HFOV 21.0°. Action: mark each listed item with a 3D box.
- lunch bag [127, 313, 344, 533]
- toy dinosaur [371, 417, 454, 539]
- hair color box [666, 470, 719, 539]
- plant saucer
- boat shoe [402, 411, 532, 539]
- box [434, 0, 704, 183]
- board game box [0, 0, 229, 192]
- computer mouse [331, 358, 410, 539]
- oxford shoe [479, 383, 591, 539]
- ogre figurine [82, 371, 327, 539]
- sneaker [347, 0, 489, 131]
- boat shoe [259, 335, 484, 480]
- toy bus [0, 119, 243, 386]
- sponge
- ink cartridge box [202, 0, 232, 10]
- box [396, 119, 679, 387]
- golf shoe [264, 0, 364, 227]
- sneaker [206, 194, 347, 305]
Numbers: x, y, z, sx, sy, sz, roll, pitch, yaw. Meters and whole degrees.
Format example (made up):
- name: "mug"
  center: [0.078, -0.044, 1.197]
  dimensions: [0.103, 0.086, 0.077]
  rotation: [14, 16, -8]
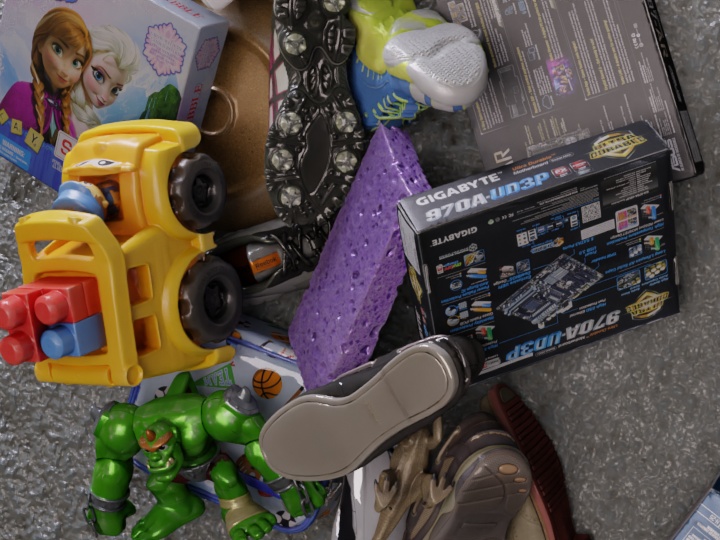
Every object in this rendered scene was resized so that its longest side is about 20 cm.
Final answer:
- name: "lunch bag"
  center: [-0.094, 0.125, 1.604]
  dimensions: [0.199, 0.076, 0.161]
  rotation: [22, 105, 18]
- name: "toy dinosaur"
  center: [0.033, 0.163, 1.487]
  dimensions: [0.058, 0.101, 0.201]
  rotation: [19, 86, -5]
- name: "hair color box"
  center: [0.239, 0.248, 1.481]
  dimensions: [0.060, 0.100, 0.200]
  rotation: [38, 107, 11]
- name: "plant saucer"
  center: [-0.116, -0.131, 1.605]
  dimensions: [0.199, 0.035, 0.201]
  rotation: [2, 96, 20]
- name: "boat shoe"
  center: [0.077, 0.187, 1.517]
  dimensions: [0.073, 0.074, 0.200]
  rotation: [-104, 31, -42]
- name: "box"
  center: [0.160, -0.146, 1.499]
  dimensions: [0.160, 0.044, 0.201]
  rotation: [-18, 89, 21]
- name: "board game box"
  center: [-0.217, -0.154, 1.596]
  dimensions: [0.200, 0.041, 0.200]
  rotation: [30, 118, 24]
- name: "computer mouse"
  center: [0.023, 0.165, 1.559]
  dimensions: [0.044, 0.109, 0.201]
  rotation: [23, 113, 48]
- name: "oxford shoe"
  center: [0.126, 0.190, 1.533]
  dimensions: [0.075, 0.070, 0.201]
  rotation: [-22, 87, 26]
- name: "ogre figurine"
  center: [-0.138, 0.152, 1.541]
  dimensions: [0.200, 0.098, 0.120]
  rotation: [1, 118, 38]
- name: "sneaker"
  center: [0.042, -0.143, 1.492]
  dimensions: [0.075, 0.200, 0.105]
  rotation: [-8, 121, -16]
- name: "boat shoe"
  center: [0.011, 0.101, 1.422]
  dimensions: [0.200, 0.057, 0.067]
  rotation: [-30, 83, 38]
- name: "toy bus"
  center: [-0.202, -0.005, 1.486]
  dimensions: [0.135, 0.192, 0.201]
  rotation: [1, 102, 37]
- name: "sponge"
  center: [0.000, 0.000, 1.483]
  dimensions: [0.030, 0.112, 0.200]
  rotation: [14, 117, -21]
- name: "ink cartridge box"
  center: [-0.078, -0.323, 1.524]
  dimensions: [0.200, 0.084, 0.146]
  rotation: [-34, 105, 20]
- name: "box"
  center: [0.135, -0.009, 1.432]
  dimensions: [0.199, 0.046, 0.159]
  rotation: [-19, 129, -9]
- name: "golf shoe"
  center: [-0.038, -0.136, 1.529]
  dimensions: [0.077, 0.088, 0.201]
  rotation: [2, 102, -10]
- name: "sneaker"
  center: [-0.043, -0.014, 1.566]
  dimensions: [0.200, 0.079, 0.074]
  rotation: [-18, 89, 16]
